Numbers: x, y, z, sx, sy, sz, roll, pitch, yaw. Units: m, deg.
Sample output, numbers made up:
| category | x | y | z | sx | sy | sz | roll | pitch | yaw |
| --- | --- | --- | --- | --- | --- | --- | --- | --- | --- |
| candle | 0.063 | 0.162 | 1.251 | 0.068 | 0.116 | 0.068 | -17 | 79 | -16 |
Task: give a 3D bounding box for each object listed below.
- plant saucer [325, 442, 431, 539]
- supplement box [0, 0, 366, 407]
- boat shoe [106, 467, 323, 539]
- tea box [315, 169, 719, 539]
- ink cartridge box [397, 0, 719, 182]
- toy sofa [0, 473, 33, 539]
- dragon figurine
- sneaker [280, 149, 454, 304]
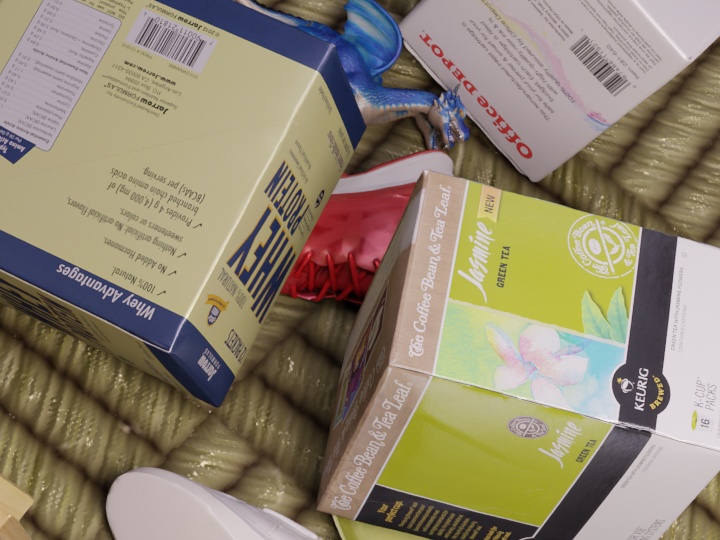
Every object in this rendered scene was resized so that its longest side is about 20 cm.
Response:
| category | x | y | z | sx | sy | sz | roll | pitch | yaw |
| --- | --- | --- | --- | --- | --- | --- | --- | --- | --- |
| plant saucer | 0.073 | 0.137 | 1.345 | 0.200 | 0.031 | 0.200 | 7 | 60 | -12 |
| supplement box | -0.134 | -0.061 | 1.288 | 0.200 | 0.134 | 0.200 | 25 | 78 | 15 |
| boat shoe | -0.054 | 0.171 | 1.272 | 0.200 | 0.072 | 0.069 | 23 | 18 | 21 |
| tea box | 0.095 | 0.067 | 1.255 | 0.197 | 0.200 | 0.134 | 14 | 59 | -7 |
| ink cartridge box | 0.135 | -0.167 | 1.424 | 0.145 | 0.200 | 0.084 | 48 | 57 | -2 |
| toy sofa | -0.199 | 0.181 | 1.162 | 0.098 | 0.083 | 0.200 | -50 | 38 | -1 |
| dragon figurine | -0.012 | -0.146 | 1.469 | 0.099 | 0.059 | 0.200 | -31 | 77 | -30 |
| sneaker | 0.000 | 0.000 | 1.379 | 0.200 | 0.078 | 0.116 | -22 | 67 | -24 |
